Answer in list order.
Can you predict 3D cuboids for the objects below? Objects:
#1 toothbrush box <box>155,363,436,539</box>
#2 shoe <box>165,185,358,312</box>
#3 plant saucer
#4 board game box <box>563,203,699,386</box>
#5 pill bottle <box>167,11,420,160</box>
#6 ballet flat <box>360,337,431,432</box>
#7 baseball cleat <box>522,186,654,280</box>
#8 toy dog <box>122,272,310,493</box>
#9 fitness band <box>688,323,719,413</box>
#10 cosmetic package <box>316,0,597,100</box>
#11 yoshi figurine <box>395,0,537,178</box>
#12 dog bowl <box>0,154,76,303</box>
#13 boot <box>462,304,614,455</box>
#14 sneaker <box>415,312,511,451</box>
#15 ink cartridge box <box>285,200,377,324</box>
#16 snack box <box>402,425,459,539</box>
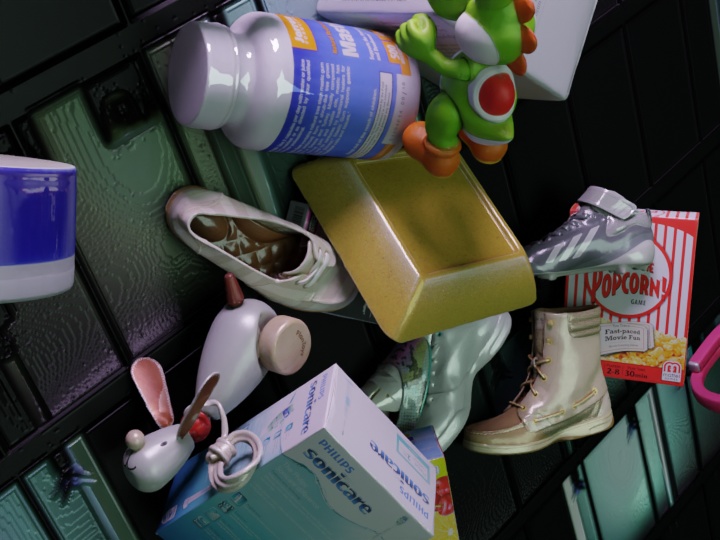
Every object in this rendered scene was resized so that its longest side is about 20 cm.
[{"bbox_3d":[-0.053,0.198,0.879,0.147,0.199,0.086,46,26,-21],"label":"toothbrush box"},{"bbox_3d":[-0.079,-0.012,0.891,0.198,0.053,0.071,25,88,-29],"label":"shoe"},{"bbox_3d":[0.062,-0.046,0.954,0.197,0.202,0.049,-12,150,-39],"label":"plant saucer"},{"bbox_3d":[0.322,0.028,1.226,0.046,0.148,0.205,-30,123,-66],"label":"board game box"},{"bbox_3d":[-0.056,-0.156,0.859,0.197,0.111,0.115,1,100,-34],"label":"pill bottle"},{"bbox_3d":[0.020,0.160,1.049,0.070,0.069,0.204,10,97,-34],"label":"ballet flat"},{"bbox_3d":[0.238,-0.040,1.162,0.196,0.070,0.109,-4,92,-11],"label":"baseball cleat"},{"bbox_3d":[-0.129,0.082,0.857,0.097,0.130,0.202,62,36,-33],"label":"toy dog"},{"bbox_3d":[0.563,0.129,1.471,0.200,0.142,0.038,-42,124,-26],"label":"fitness band"},{"bbox_3d":[0.099,-0.273,0.940,0.198,0.163,0.168,20,88,-43],"label":"cosmetic package"},{"bbox_3d":[0.084,-0.178,0.808,0.202,0.110,0.114,100,8,-51],"label":"yoshi figurine"},{"bbox_3d":[-0.279,-0.034,0.637,0.197,0.198,0.081,-1,99,-41],"label":"dog bowl"},{"bbox_3d":[0.203,0.125,1.188,0.196,0.073,0.159,-10,100,-17],"label":"boot"},{"bbox_3d":[0.084,0.105,1.096,0.088,0.075,0.202,40,67,-27],"label":"sneaker"},{"bbox_3d":[0.000,0.000,1.009,0.198,0.037,0.097,14,91,-45],"label":"ink cartridge box"},{"bbox_3d":[0.015,0.274,1.018,0.165,0.068,0.204,-12,111,-3],"label":"snack box"}]
